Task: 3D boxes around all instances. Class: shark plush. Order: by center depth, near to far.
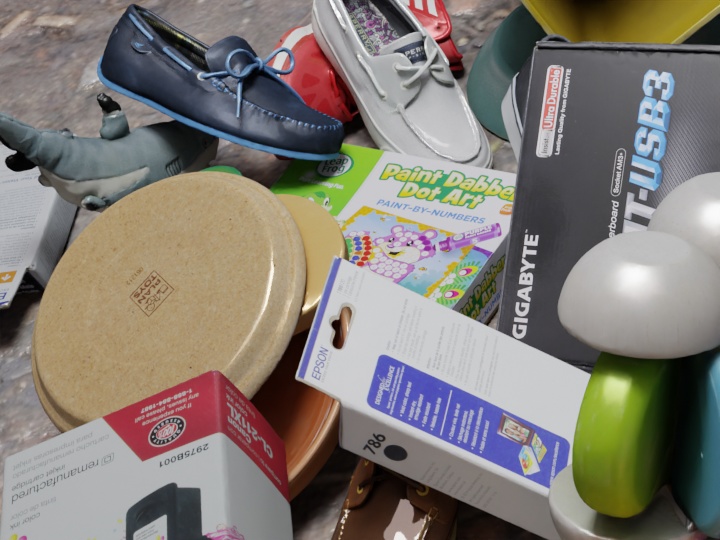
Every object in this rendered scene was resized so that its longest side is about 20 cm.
[{"bbox_3d":[-0.189,-0.088,1.220,0.091,0.199,0.084,29,102,54],"label":"shark plush"}]

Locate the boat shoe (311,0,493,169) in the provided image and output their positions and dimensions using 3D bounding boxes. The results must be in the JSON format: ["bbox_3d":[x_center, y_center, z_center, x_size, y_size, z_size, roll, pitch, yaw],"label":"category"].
[{"bbox_3d":[0.031,-0.144,1.219,0.072,0.069,0.201,-20,63,-17],"label":"boat shoe"}]

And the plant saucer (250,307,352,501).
[{"bbox_3d":[-0.090,0.074,1.050,0.199,0.032,0.201,-14,55,21],"label":"plant saucer"}]

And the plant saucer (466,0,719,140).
[{"bbox_3d":[0.172,-0.164,1.263,0.199,0.036,0.201,-12,38,10],"label":"plant saucer"}]

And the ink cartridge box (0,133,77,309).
[{"bbox_3d":[-0.317,-0.016,1.285,0.198,0.041,0.201,-7,40,15],"label":"ink cartridge box"}]

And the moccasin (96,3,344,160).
[{"bbox_3d":[-0.100,-0.134,1.204,0.199,0.069,0.080,22,14,17],"label":"moccasin"}]

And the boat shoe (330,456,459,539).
[{"bbox_3d":[0.023,0.119,0.959,0.072,0.068,0.201,4,44,26],"label":"boat shoe"}]

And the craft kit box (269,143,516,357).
[{"bbox_3d":[0.000,0.000,1.134,0.199,0.049,0.198,12,45,33],"label":"craft kit box"}]

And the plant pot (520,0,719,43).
[{"bbox_3d":[0.177,-0.274,1.186,0.200,0.200,0.177,-38,15,13],"label":"plant pot"}]

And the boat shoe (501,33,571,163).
[{"bbox_3d":[0.146,-0.065,1.088,0.071,0.068,0.201,1,52,-19],"label":"boat shoe"}]

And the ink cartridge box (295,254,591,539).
[{"bbox_3d":[0.058,0.074,0.933,0.199,0.039,0.100,26,44,-8],"label":"ink cartridge box"}]

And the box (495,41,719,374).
[{"bbox_3d":[0.186,-0.031,1.001,0.197,0.050,0.201,6,83,26],"label":"box"}]

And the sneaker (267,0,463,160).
[{"bbox_3d":[0.008,-0.157,1.290,0.115,0.079,0.200,1,44,26],"label":"sneaker"}]

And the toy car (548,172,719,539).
[{"bbox_3d":[0.186,0.061,0.843,0.149,0.176,0.200,18,31,32],"label":"toy car"}]

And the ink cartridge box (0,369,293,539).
[{"bbox_3d":[-0.112,0.172,0.907,0.145,0.083,0.201,-23,42,13],"label":"ink cartridge box"}]

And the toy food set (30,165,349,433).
[{"bbox_3d":[-0.116,0.023,1.044,0.197,0.049,0.201,20,73,36],"label":"toy food set"}]
